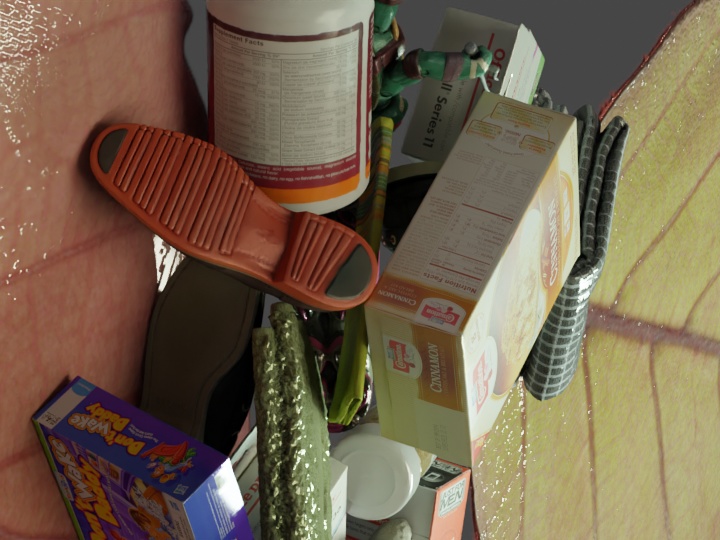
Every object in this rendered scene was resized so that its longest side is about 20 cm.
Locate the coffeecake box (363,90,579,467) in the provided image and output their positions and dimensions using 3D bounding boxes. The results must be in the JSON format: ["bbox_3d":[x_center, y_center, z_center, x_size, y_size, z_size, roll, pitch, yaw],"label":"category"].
[{"bbox_3d":[0.080,0.006,1.649,0.154,0.073,0.200,82,31,-52],"label":"coffeecake box"}]

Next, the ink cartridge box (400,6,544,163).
[{"bbox_3d":[0.083,-0.127,1.804,0.200,0.067,0.117,24,84,-81],"label":"ink cartridge box"}]

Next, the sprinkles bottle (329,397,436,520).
[{"bbox_3d":[0.030,0.126,1.848,0.200,0.068,0.068,-44,144,-69],"label":"sprinkles bottle"}]

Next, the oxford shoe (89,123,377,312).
[{"bbox_3d":[-0.090,-0.026,1.544,0.071,0.200,0.073,-64,-164,-20],"label":"oxford shoe"}]

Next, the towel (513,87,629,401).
[{"bbox_3d":[0.156,-0.020,1.942,0.166,0.086,0.200,95,6,-52],"label":"towel"}]

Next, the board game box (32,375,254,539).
[{"bbox_3d":[-0.128,0.174,1.580,0.045,0.134,0.200,-44,142,-28],"label":"board game box"}]

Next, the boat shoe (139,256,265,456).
[{"bbox_3d":[-0.100,0.067,1.639,0.066,0.074,0.199,-7,112,-62],"label":"boat shoe"}]

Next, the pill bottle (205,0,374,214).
[{"bbox_3d":[-0.046,-0.144,1.577,0.110,0.110,0.200,-35,135,-49],"label":"pill bottle"}]

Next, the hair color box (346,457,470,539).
[{"bbox_3d":[0.020,0.242,1.924,0.061,0.101,0.200,-24,126,-56],"label":"hair color box"}]

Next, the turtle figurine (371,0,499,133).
[{"bbox_3d":[0.020,-0.162,1.664,0.101,0.150,0.200,-35,135,-28],"label":"turtle figurine"}]

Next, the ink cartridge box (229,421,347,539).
[{"bbox_3d":[-0.065,0.197,1.737,0.116,0.067,0.200,-54,160,-30],"label":"ink cartridge box"}]

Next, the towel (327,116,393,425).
[{"bbox_3d":[0.000,0.000,1.644,0.086,0.018,0.200,110,-13,-72],"label":"towel"}]

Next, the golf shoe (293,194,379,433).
[{"bbox_3d":[-0.023,0.013,1.769,0.092,0.073,0.200,-80,173,-67],"label":"golf shoe"}]

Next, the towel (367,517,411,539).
[{"bbox_3d":[-0.028,0.280,1.820,0.200,0.034,0.133,-53,-178,11],"label":"towel"}]

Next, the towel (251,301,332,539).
[{"bbox_3d":[-0.043,0.129,1.611,0.148,0.036,0.200,58,29,-77],"label":"towel"}]

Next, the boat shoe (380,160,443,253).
[{"bbox_3d":[0.044,-0.034,1.791,0.201,0.074,0.063,63,14,-83],"label":"boat shoe"}]
